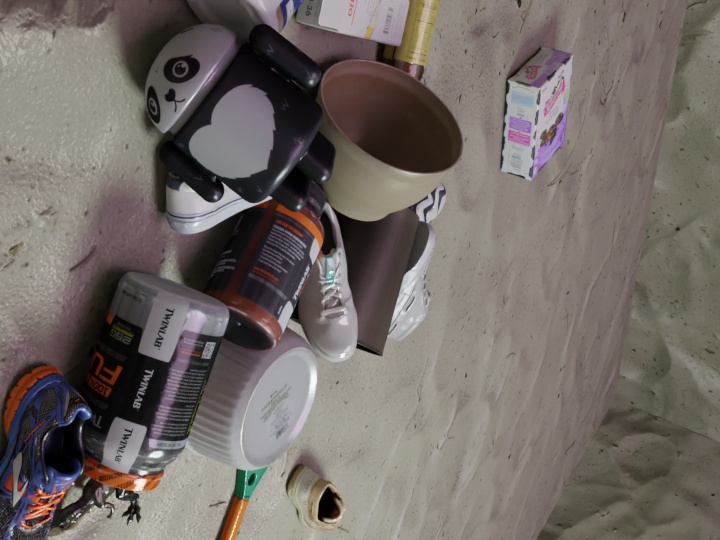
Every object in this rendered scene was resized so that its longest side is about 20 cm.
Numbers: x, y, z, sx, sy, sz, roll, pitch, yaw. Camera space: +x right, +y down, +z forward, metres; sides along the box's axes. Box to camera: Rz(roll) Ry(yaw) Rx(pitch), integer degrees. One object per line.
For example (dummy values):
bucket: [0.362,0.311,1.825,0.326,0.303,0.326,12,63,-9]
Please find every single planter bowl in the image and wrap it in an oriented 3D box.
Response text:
planter bowl: [0.016,-0.151,1.118,0.200,0.200,0.136,-37,165,-45]

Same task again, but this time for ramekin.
ramekin: [-0.138,0.153,1.101,0.200,0.104,0.204,-41,141,-44]

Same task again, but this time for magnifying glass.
magnifying glass: [-0.162,0.306,1.249,0.079,0.022,0.204,22,89,-63]

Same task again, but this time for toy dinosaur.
toy dinosaur: [-0.266,0.228,0.984,0.201,0.047,0.089,-57,144,-30]

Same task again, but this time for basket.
basket: [0.000,0.000,1.231,0.204,0.134,0.180,-70,157,-7]

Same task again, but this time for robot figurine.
robot figurine: [-0.116,-0.147,0.855,0.199,0.124,0.152,39,75,-17]

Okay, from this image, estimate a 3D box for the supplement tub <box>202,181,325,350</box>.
supplement tub: [-0.107,-0.016,1.029,0.108,0.105,0.203,65,42,-54]

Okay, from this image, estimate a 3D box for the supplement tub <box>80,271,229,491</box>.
supplement tub: [-0.221,0.114,0.903,0.122,0.121,0.204,18,91,-62]

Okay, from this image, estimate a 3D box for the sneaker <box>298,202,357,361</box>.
sneaker: [-0.043,0.012,1.104,0.089,0.074,0.204,122,-41,-71]

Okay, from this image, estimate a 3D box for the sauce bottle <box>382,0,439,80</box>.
sauce bottle: [0.061,-0.298,1.215,0.066,0.065,0.204,-14,122,-58]

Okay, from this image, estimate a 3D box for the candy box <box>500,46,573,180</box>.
candy box: [0.350,-0.311,1.722,0.168,0.071,0.203,-44,144,-40]

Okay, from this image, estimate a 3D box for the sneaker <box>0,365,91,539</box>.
sneaker: [-0.311,0.199,0.842,0.075,0.077,0.204,-8,115,-58]

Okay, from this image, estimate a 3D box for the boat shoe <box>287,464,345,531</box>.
boat shoe: [-0.061,0.392,1.437,0.074,0.068,0.201,-57,150,-22]

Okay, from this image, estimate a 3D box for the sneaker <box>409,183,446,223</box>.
sneaker: [0.057,-0.068,1.347,0.129,0.079,0.202,28,90,-55]

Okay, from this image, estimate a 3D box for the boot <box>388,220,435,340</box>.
boot: [0.074,0.019,1.325,0.094,0.074,0.202,15,118,-39]

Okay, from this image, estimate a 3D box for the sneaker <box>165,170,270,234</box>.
sneaker: [-0.135,-0.112,0.964,0.200,0.072,0.072,-41,146,-43]

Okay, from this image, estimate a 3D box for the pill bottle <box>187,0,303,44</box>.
pill bottle: [-0.084,-0.331,0.874,0.202,0.110,0.112,-58,150,-21]

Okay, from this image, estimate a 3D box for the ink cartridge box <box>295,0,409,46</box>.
ink cartridge box: [-0.010,-0.344,1.046,0.199,0.066,0.119,-12,118,-60]
